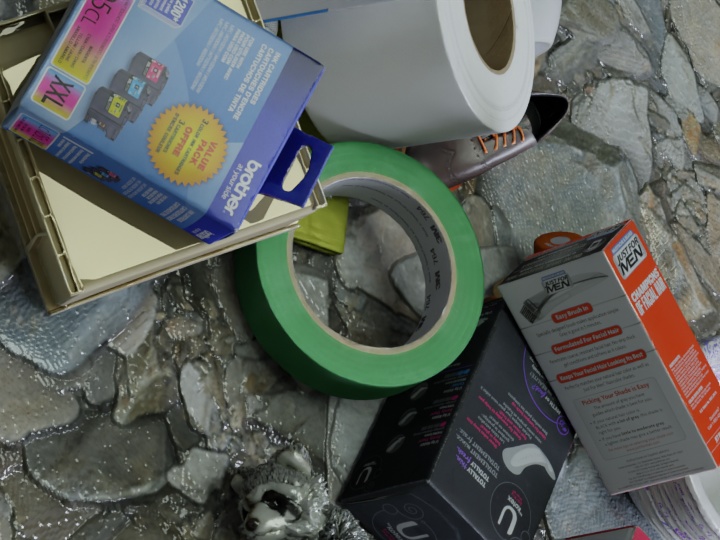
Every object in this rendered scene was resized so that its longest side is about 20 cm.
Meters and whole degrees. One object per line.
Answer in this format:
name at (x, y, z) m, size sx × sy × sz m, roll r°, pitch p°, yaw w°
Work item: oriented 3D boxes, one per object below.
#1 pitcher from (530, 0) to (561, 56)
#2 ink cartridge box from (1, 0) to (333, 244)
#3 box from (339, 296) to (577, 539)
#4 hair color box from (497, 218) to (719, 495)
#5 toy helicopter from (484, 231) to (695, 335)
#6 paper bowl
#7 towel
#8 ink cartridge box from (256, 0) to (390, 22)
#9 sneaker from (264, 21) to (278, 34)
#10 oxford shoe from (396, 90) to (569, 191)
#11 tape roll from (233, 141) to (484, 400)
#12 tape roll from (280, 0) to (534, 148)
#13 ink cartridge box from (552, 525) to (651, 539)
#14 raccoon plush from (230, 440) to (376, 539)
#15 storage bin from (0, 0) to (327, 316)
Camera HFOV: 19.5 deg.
pitcher at (0.111, -0.287, 1.815) m, size 0.121 × 0.172 × 0.201 m, roll -12°, pitch 83°, yaw -14°
ink cartridge box at (-0.118, -0.110, 1.411) m, size 0.200 × 0.076 × 0.137 m, roll 30°, pitch 77°, yaw -14°
box at (0.088, 0.139, 1.691) m, size 0.122 × 0.106 × 0.200 m, roll 46°, pitch 48°, yaw -23°
hair color box at (0.209, 0.071, 1.678) m, size 0.064 × 0.111 × 0.200 m, roll -42°, pitch 107°, yaw -48°
toy helicopter at (0.192, 0.040, 1.772) m, size 0.132 × 0.200 × 0.079 m, roll -23°, pitch 121°, yaw -40°
paper bowl at (0.313, 0.165, 1.905) m, size 0.200 × 0.104 × 0.201 m, roll 17°, pitch 64°, yaw -40°
towel at (-0.044, -0.115, 1.714) m, size 0.086 × 0.018 × 0.201 m, roll 18°, pitch 65°, yaw -34°
ink cartridge box at (-0.023, -0.286, 1.591) m, size 0.200 × 0.146 × 0.086 m, roll -76°, pitch 150°, yaw -42°
sneaker at (-0.112, -0.188, 1.623) m, size 0.088 × 0.081 × 0.200 m, roll 54°, pitch 47°, yaw -15°
oxford shoe at (0.105, -0.120, 1.818) m, size 0.200 × 0.072 × 0.071 m, roll -31°, pitch 99°, yaw -45°
tape roll at (0.000, 0.000, 1.651) m, size 0.200 × 0.048 × 0.201 m, roll 8°, pitch 70°, yaw -24°
tape roll at (0.042, -0.202, 1.693) m, size 0.203 × 0.139 × 0.203 m, roll 23°, pitch 63°, yaw -60°
ink cartridge box at (0.221, 0.310, 1.736) m, size 0.200 × 0.145 × 0.083 m, roll 46°, pitch 49°, yaw -24°
raccoon plush at (-0.028, 0.204, 1.600) m, size 0.134 × 0.097 × 0.200 m, roll 68°, pitch 13°, yaw 15°
storage bin at (-0.155, -0.097, 1.485) m, size 0.200 × 0.094 × 0.199 m, roll -20°, pitch 90°, yaw -18°
